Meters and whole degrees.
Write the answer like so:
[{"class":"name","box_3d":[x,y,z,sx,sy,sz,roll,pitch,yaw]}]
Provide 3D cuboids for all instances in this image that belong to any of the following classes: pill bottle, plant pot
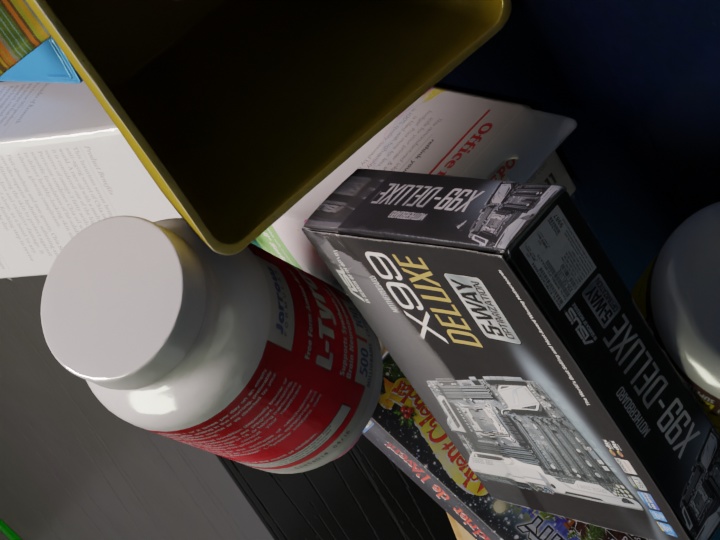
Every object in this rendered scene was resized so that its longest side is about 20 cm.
[{"class":"pill bottle","box_3d":[0.180,0.046,1.151,0.109,0.109,0.200,40,159,8]},{"class":"pill bottle","box_3d":[-0.078,0.037,1.181,0.112,0.112,0.200,31,-179,31]},{"class":"plant pot","box_3d":[-0.082,-0.162,1.135,0.200,0.200,0.176,56,166,-31]}]

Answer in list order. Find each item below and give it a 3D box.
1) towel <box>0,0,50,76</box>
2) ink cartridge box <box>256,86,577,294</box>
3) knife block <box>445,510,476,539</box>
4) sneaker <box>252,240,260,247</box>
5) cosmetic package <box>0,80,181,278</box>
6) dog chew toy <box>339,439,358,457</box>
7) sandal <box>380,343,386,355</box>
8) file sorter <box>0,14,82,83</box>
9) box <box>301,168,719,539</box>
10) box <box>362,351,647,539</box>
[{"class":"towel","box_3d":[-0.165,-0.182,1.222,0.086,0.200,0.018,53,177,-27]},{"class":"ink cartridge box","box_3d":[0.034,-0.039,1.241,0.200,0.117,0.067,18,149,50]},{"class":"knife block","box_3d":[0.089,0.141,1.420,0.064,0.176,0.200,-36,103,24]},{"class":"sneaker","box_3d":[-0.095,-0.020,1.535,0.200,0.075,0.088,13,-171,-11]},{"class":"cosmetic package","box_3d":[-0.171,-0.058,1.320,0.200,0.071,0.102,-3,128,30]},{"class":"dog chew toy","box_3d":[-0.063,0.072,1.643,0.124,0.125,0.200,21,158,45]},{"class":"sandal","box_3d":[0.000,0.000,1.420,0.200,0.055,0.082,104,162,-65]},{"class":"file sorter","box_3d":[-0.212,-0.203,1.338,0.200,0.123,0.139,7,132,51]},{"class":"box","box_3d":[0.080,0.041,1.093,0.158,0.050,0.200,9,140,52]},{"class":"box","box_3d":[0.105,0.100,1.355,0.200,0.137,0.038,43,159,1]}]
